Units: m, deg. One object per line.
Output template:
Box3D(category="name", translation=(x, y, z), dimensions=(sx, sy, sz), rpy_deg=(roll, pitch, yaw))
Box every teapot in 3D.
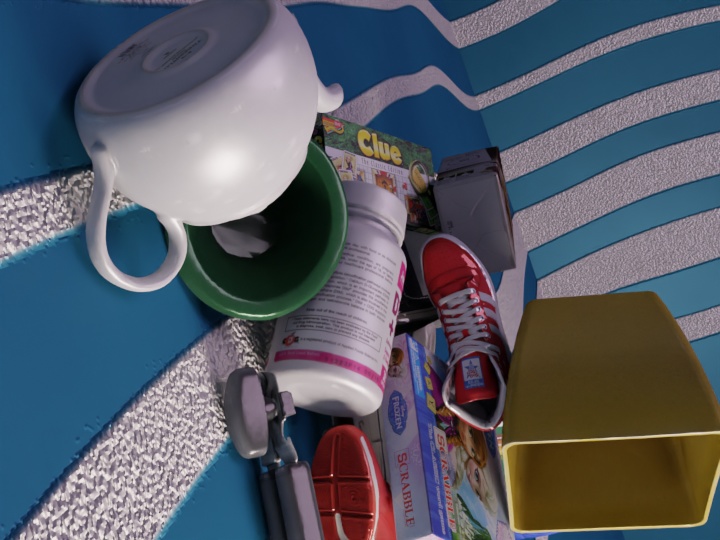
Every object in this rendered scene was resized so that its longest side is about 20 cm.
Box3D(category="teapot", translation=(-0.111, -0.102, 0.720), dimensions=(0.199, 0.196, 0.148), rpy_deg=(-101, 169, -53))

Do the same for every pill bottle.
Box3D(category="pill bottle", translation=(-0.017, 0.025, 0.900), dimensions=(0.113, 0.111, 0.204), rpy_deg=(48, 47, -52))

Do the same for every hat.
Box3D(category="hat", translation=(-0.114, -0.049, 0.893), dimensions=(0.166, 0.175, 0.201), rpy_deg=(47, 69, -16))

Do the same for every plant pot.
Box3D(category="plant pot", translation=(0.238, 0.134, 0.945), dimensions=(0.202, 0.196, 0.179), rpy_deg=(74, 14, -52))

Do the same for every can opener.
Box3D(category="can opener", translation=(-0.072, 0.182, 0.789), dimensions=(0.066, 0.052, 0.204), rpy_deg=(-8, 76, -38))

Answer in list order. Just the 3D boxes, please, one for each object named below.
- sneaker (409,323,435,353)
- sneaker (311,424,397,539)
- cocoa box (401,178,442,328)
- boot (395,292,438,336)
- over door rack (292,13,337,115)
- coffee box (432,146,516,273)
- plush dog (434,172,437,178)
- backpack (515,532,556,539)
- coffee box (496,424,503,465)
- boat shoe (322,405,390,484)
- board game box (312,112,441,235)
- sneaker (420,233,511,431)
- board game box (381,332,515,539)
Box3D(category="sneaker", translation=(0.040, 0.153, 1.128), dimensions=(0.075, 0.083, 0.205), rpy_deg=(-18, 113, -72))
Box3D(category="sneaker", translation=(0.017, 0.239, 0.904), dimensions=(0.115, 0.077, 0.205), rpy_deg=(-12, 97, -56))
Box3D(category="cocoa box", translation=(0.048, -0.023, 1.213), dimensions=(0.204, 0.129, 0.133), rpy_deg=(70, 18, -3))
Box3D(category="boot", translation=(0.000, 0.000, 1.027), dimensions=(0.201, 0.073, 0.157), rpy_deg=(-7, 72, -36))
Box3D(category="over door rack", translation=(-0.061, -0.216, 1.178), dimensions=(0.202, 0.065, 0.149), rpy_deg=(-89, 155, -47))
Box3D(category="coffee box", translation=(0.143, -0.076, 1.164), dimensions=(0.200, 0.078, 0.115), rpy_deg=(-65, 143, -71))
Box3D(category="plush dog", translation=(0.151, -0.058, 1.595), dimensions=(0.200, 0.158, 0.175), rpy_deg=(42, 60, -55))
Box3D(category="backpack", translation=(0.232, 0.299, 1.348), dimensions=(0.168, 0.197, 0.166), rpy_deg=(35, 38, -62))
Box3D(category="coffee box", translation=(0.156, 0.173, 1.179), dimensions=(0.124, 0.043, 0.202), rpy_deg=(-101, -178, -47))
Box3D(category="boat shoe", translation=(-0.008, 0.174, 0.957), dimensions=(0.069, 0.070, 0.205), rpy_deg=(-1, 87, -33))
Box3D(category="board game box", translation=(0.020, -0.104, 1.060), dimensions=(0.198, 0.023, 0.107), rpy_deg=(8, 69, -50))
Box3D(category="sneaker", translation=(0.107, 0.065, 0.965), dimensions=(0.203, 0.070, 0.112), rpy_deg=(67, 20, -6))
Box3D(category="board game box", translation=(0.090, 0.193, 0.954), dimensions=(0.199, 0.041, 0.203), rpy_deg=(38, 38, -49))
